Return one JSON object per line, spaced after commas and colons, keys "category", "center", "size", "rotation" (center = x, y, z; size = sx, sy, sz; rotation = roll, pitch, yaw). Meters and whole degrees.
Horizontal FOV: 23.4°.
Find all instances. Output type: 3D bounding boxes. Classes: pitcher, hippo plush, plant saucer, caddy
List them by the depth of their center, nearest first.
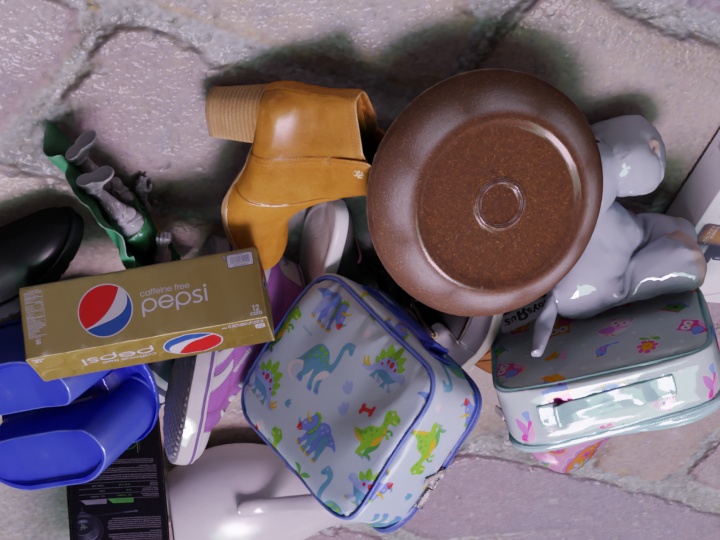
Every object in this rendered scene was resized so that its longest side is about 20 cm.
{"category": "plant saucer", "center": [0.105, -0.056, 1.359], "size": [0.199, 0.037, 0.202], "rotation": [-5, 107, -16]}
{"category": "hippo plush", "center": [0.191, -0.053, 1.492], "size": [0.199, 0.159, 0.162], "rotation": [-20, 111, -12]}
{"category": "caddy", "center": [-0.270, 0.110, 1.541], "size": [0.199, 0.105, 0.142], "rotation": [-12, 113, 36]}
{"category": "pitcher", "center": [-0.089, 0.227, 1.717], "size": [0.199, 0.122, 0.172], "rotation": [-8, 175, -8]}

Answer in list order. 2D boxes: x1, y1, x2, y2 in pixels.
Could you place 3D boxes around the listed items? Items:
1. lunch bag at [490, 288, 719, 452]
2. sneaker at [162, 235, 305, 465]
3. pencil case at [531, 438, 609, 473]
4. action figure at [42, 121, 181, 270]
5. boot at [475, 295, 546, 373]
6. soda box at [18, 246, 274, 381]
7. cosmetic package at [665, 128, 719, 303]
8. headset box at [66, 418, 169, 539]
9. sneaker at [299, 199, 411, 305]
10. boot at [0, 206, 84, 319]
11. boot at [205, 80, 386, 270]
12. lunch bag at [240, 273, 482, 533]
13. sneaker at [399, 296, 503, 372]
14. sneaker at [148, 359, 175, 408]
{"category": "lunch bag", "center": [0.207, 0.085, 1.477], "size": [0.199, 0.161, 0.077], "rotation": [-15, 113, 9]}
{"category": "sneaker", "center": [-0.101, 0.080, 1.516], "size": [0.114, 0.073, 0.202], "rotation": [16, 88, -24]}
{"category": "pencil case", "center": [0.247, 0.118, 1.721], "size": [0.087, 0.088, 0.200], "rotation": [19, 131, -31]}
{"category": "action figure", "center": [-0.187, -0.037, 1.438], "size": [0.054, 0.118, 0.200], "rotation": [-28, 147, 2]}
{"category": "boot", "center": [0.167, 0.039, 1.596], "size": [0.155, 0.077, 0.200], "rotation": [9, 154, -40]}
{"category": "soda box", "center": [-0.174, 0.037, 1.422], "size": [0.199, 0.064, 0.068], "rotation": [-9, 160, 0]}
{"category": "cosmetic package", "center": [0.362, -0.050, 1.573], "size": [0.150, 0.052, 0.200], "rotation": [4, 138, -21]}
{"category": "headset box", "center": [-0.237, 0.267, 1.690], "size": [0.092, 0.201, 0.175], "rotation": [-2, 140, -11]}
{"category": "sneaker", "center": [0.000, 0.000, 1.539], "size": [0.099, 0.071, 0.201], "rotation": [-5, 144, -12]}
{"category": "boot", "center": [-0.350, -0.021, 1.432], "size": [0.198, 0.074, 0.162], "rotation": [-32, 132, 24]}
{"category": "boot", "center": [-0.040, -0.068, 1.409], "size": [0.143, 0.071, 0.202], "rotation": [8, 137, 20]}
{"category": "lunch bag", "center": [0.001, 0.105, 1.434], "size": [0.082, 0.200, 0.161], "rotation": [22, 104, -44]}
{"category": "sneaker", "center": [0.049, 0.054, 1.512], "size": [0.106, 0.075, 0.201], "rotation": [-3, 138, -28]}
{"category": "sneaker", "center": [-0.173, 0.094, 1.603], "size": [0.108, 0.070, 0.201], "rotation": [7, 134, -18]}
